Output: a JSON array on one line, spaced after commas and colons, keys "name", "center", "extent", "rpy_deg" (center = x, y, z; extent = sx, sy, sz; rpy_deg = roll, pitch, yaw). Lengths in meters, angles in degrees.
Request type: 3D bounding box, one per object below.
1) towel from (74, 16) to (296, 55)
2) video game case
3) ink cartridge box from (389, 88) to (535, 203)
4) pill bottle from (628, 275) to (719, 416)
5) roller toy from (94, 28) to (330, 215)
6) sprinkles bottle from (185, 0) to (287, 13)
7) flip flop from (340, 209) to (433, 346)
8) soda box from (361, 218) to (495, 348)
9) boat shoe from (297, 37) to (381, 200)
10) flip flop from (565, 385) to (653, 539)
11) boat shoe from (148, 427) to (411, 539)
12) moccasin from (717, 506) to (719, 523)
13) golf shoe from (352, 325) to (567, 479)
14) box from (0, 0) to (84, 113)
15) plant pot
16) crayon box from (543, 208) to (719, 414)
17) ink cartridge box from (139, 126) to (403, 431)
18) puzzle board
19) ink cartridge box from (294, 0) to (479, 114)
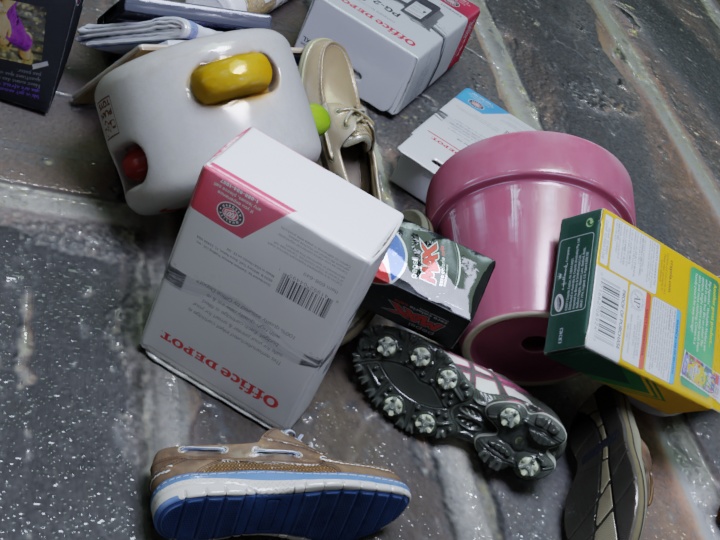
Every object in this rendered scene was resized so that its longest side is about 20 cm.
[{"name": "towel", "center": [-0.167, -0.229, 1.259], "extent": [0.147, 0.024, 0.200], "rpy_deg": [3, 3, 33]}, {"name": "video game case", "center": [-0.185, -0.252, 1.275], "extent": [0.143, 0.019, 0.200], "rpy_deg": [4, 2, -20]}, {"name": "ink cartridge box", "center": [0.113, -0.114, 1.356], "extent": [0.116, 0.067, 0.200], "rpy_deg": [34, 37, 10]}, {"name": "pill bottle", "center": [0.345, 0.068, 1.241], "extent": [0.200, 0.112, 0.112], "rpy_deg": [-15, 53, -41]}, {"name": "roller toy", "center": [-0.138, -0.136, 1.109], "extent": [0.200, 0.182, 0.140], "rpy_deg": [-25, 98, -74]}, {"name": "sprinkles bottle", "center": [-0.128, -0.331, 1.470], "extent": [0.068, 0.068, 0.200], "rpy_deg": [33, 37, 8]}, {"name": "flip flop", "center": [0.000, 0.000, 1.124], "extent": [0.058, 0.081, 0.200], "rpy_deg": [53, 50, -12]}, {"name": "soda box", "center": [0.007, -0.012, 1.051], "extent": [0.200, 0.071, 0.063], "rpy_deg": [24, 64, 1]}, {"name": "boat shoe", "center": [-0.013, -0.131, 1.212], "extent": [0.072, 0.065, 0.200], "rpy_deg": [-3, 86, -43]}, {"name": "flip flop", "center": [0.219, 0.178, 1.065], "extent": [0.058, 0.081, 0.200], "rpy_deg": [39, 29, -17]}, {"name": "boat shoe", "center": [-0.058, 0.154, 0.929], "extent": [0.200, 0.072, 0.072], "rpy_deg": [7, 40, -25]}, {"name": "moccasin", "center": [0.395, 0.175, 1.167], "extent": [0.074, 0.078, 0.201], "rpy_deg": [31, 35, 33]}, {"name": "golf shoe", "center": [0.085, 0.111, 1.084], "extent": [0.200, 0.077, 0.088], "rpy_deg": [31, 15, 6]}, {"name": "box", "center": [-0.313, -0.272, 1.178], "extent": [0.106, 0.200, 0.122], "rpy_deg": [17, 38, -13]}, {"name": "plant pot", "center": [0.157, 0.000, 1.162], "extent": [0.200, 0.200, 0.179], "rpy_deg": [15, 54, -15]}, {"name": "crayon box", "center": [0.250, 0.045, 1.083], "extent": [0.200, 0.052, 0.126], "rpy_deg": [26, 64, -32]}, {"name": "ink cartridge box", "center": [-0.074, 0.011, 0.984], "extent": [0.146, 0.200, 0.085], "rpy_deg": [31, 36, 5]}, {"name": "puzzle board", "center": [-0.163, -0.197, 1.231], "extent": [0.200, 0.151, 0.017], "rpy_deg": [-8, 82, -38]}, {"name": "ink cartridge box", "center": [0.034, -0.286, 1.488], "extent": [0.145, 0.083, 0.200], "rpy_deg": [33, 37, 8]}]
